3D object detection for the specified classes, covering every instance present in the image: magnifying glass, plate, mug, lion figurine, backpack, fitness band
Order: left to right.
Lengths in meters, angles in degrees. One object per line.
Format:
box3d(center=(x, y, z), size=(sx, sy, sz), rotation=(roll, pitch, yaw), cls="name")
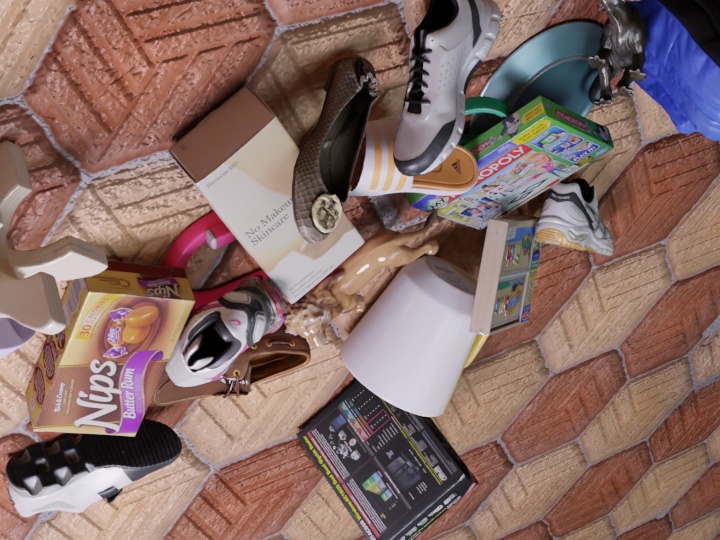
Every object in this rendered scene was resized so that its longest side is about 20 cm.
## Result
box3d(center=(-0.115, -0.017, 1.551), size=(0.199, 0.038, 0.144), rotation=(-23, 145, -20), cls="fitness band")
box3d(center=(0.000, 0.000, 1.623), size=(0.200, 0.073, 0.122), rotation=(-46, 165, 12), cls="lion figurine")
box3d(center=(0.079, 0.064, 1.770), size=(0.154, 0.149, 0.187), rotation=(-60, 175, 19), cls="mug")
box3d(center=(0.136, -0.135, 1.639), size=(0.079, 0.023, 0.200), rotation=(-10, 156, 8), cls="magnifying glass")
box3d(center=(0.211, -0.192, 1.657), size=(0.199, 0.026, 0.201), rotation=(-26, 146, -19), cls="plate")
box3d(center=(0.402, -0.235, 1.624), size=(0.161, 0.200, 0.169), rotation=(-23, 145, -22), cls="backpack")

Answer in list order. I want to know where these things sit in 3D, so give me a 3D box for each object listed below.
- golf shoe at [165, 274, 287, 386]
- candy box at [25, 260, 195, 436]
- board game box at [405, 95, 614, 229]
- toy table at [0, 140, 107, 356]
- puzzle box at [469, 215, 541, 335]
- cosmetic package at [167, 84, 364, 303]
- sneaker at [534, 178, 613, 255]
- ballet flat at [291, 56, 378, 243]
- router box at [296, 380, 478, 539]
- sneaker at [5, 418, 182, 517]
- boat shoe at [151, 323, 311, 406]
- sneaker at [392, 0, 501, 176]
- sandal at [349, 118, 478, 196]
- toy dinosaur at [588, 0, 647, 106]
box3d(center=(-0.158, 0.072, 1.488), size=(0.092, 0.073, 0.200), rotation=(-34, 176, -41), cls="golf shoe")
box3d(center=(-0.259, 0.082, 1.499), size=(0.116, 0.057, 0.201), rotation=(7, 127, -30), cls="candy box")
box3d(center=(0.165, -0.116, 1.634), size=(0.199, 0.029, 0.134), rotation=(-32, 150, 33), cls="board game box")
box3d(center=(-0.319, -0.006, 1.254), size=(0.117, 0.185, 0.200), rotation=(-31, 164, 21), cls="toy table")
box3d(center=(0.177, 0.003, 1.744), size=(0.200, 0.025, 0.134), rotation=(-11, 111, -70), cls="puzzle box")
box3d(center=(-0.089, -0.071, 1.432), size=(0.105, 0.071, 0.200), rotation=(-41, 135, -3), cls="cosmetic package")
box3d(center=(0.278, -0.069, 1.830), size=(0.200, 0.075, 0.089), rotation=(7, 94, -69), cls="sneaker")
box3d(center=(-0.019, -0.118, 1.394), size=(0.046, 0.202, 0.067), rotation=(-2, 149, 31), cls="ballet flat")
box3d(center=(0.033, 0.239, 1.858), size=(0.150, 0.201, 0.062), rotation=(-41, 152, 7), cls="router box")
box3d(center=(-0.299, 0.225, 1.649), size=(0.198, 0.074, 0.089), rotation=(-11, 140, -20), cls="sneaker")
box3d(center=(-0.146, 0.107, 1.645), size=(0.199, 0.068, 0.072), rotation=(-21, 144, -24), cls="boat shoe")
box3d(center=(0.068, -0.191, 1.438), size=(0.080, 0.073, 0.202), rotation=(29, 76, -45), cls="sneaker")
box3d(center=(0.047, -0.121, 1.509), size=(0.205, 0.080, 0.059), rotation=(0, 165, -32), cls="sandal")
box3d(center=(0.283, -0.241, 1.582), size=(0.200, 0.076, 0.103), rotation=(65, 40, -61), cls="toy dinosaur")
